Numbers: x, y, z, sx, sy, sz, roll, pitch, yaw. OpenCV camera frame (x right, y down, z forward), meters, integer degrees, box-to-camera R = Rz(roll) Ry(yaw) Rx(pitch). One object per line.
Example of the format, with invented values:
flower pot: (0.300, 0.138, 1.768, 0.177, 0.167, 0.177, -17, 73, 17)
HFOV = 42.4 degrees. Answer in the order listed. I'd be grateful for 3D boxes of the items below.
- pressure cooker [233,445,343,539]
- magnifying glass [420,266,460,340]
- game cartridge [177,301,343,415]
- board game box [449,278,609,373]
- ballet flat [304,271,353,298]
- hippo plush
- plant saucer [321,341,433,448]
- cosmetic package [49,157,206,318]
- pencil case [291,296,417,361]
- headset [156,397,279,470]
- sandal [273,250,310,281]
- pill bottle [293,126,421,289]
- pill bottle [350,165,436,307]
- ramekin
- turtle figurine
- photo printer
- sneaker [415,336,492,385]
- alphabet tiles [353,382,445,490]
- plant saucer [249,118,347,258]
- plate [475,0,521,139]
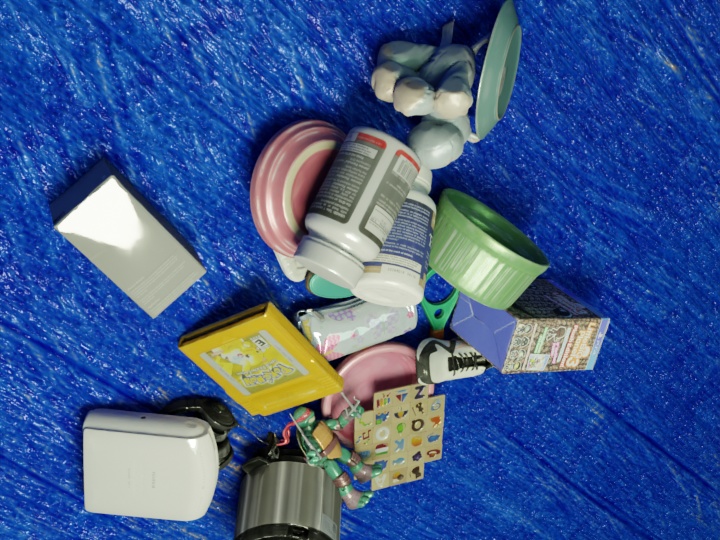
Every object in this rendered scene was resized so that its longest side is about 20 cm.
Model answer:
pressure cooker: (-0.113, 0.388, 1.510, 0.177, 0.201, 0.177, 5, 135, -4)
magnifying glass: (0.130, 0.078, 1.567, 0.079, 0.022, 0.201, -9, 116, -21)
game cartridge: (-0.150, 0.143, 1.411, 0.175, 0.033, 0.200, -21, 127, 27)
board game box: (0.280, 0.088, 1.544, 0.199, 0.159, 0.098, 1, 114, -31)
ballet flat: (0.000, 0.000, 1.438, 0.199, 0.068, 0.068, -6, 119, -22)
hippo plush: (0.099, -0.243, 1.344, 0.158, 0.201, 0.161, 14, 139, 14)
plant saucer: (0.024, 0.203, 1.552, 0.199, 0.051, 0.202, -11, 119, -19)
cosmetic package: (-0.316, -0.043, 1.266, 0.107, 0.090, 0.200, -39, 121, -2)
pencil case: (-0.010, 0.079, 1.465, 0.199, 0.083, 0.091, -16, 107, -16)
headset: (-0.228, 0.267, 1.452, 0.198, 0.094, 0.124, 2, 115, -13)
sandal: (-0.119, -0.075, 1.355, 0.082, 0.050, 0.204, -32, 123, -35)
pill bottle: (-0.007, -0.085, 1.272, 0.114, 0.114, 0.201, 33, 79, -33)
pill bottle: (0.052, -0.056, 1.366, 0.110, 0.111, 0.202, 22, 68, -31)
ramekin: (0.183, -0.030, 1.435, 0.199, 0.200, 0.098, 24, 111, -31)
turtle figurine: (-0.047, 0.271, 1.461, 0.201, 0.100, 0.150, 55, 48, -17)
photo printer: (-0.315, 0.296, 1.403, 0.198, 0.070, 0.168, 6, 114, -2)
sneaker: (0.159, 0.144, 1.528, 0.199, 0.080, 0.074, -10, 100, -54)
alphabet tiles: (0.065, 0.281, 1.567, 0.165, 0.006, 0.201, -10, 118, -20)
plant saucer: (-0.064, -0.113, 1.325, 0.200, 0.051, 0.202, -15, 112, -40)
plate: (0.203, -0.286, 1.332, 0.025, 0.200, 0.202, 14, 114, 14)
